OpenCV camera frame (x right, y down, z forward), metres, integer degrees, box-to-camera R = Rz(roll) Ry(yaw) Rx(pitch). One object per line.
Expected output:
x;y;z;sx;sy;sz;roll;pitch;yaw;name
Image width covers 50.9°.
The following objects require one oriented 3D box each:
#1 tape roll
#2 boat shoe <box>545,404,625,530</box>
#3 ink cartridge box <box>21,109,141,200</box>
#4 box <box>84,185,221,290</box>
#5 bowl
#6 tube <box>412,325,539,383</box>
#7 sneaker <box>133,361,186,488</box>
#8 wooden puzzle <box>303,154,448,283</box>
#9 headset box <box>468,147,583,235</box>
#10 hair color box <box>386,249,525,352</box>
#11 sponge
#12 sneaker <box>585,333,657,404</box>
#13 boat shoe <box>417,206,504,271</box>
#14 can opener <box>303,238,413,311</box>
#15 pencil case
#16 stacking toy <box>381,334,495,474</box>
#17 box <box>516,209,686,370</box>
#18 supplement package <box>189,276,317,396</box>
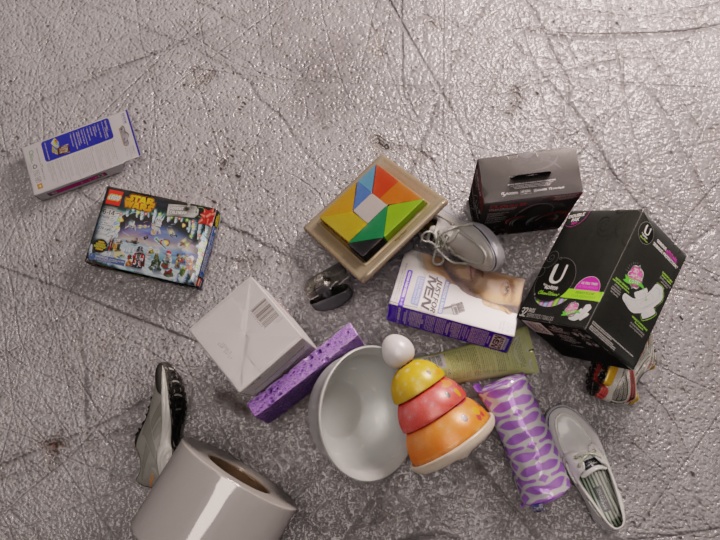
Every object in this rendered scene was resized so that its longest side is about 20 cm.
-0.211;0.355;1.103;0.202;0.203;0.140;29;81;9;tape roll
0.349;0.295;1.148;0.073;0.067;0.201;-28;78;-3;boat shoe
-0.483;-0.201;1.321;0.199;0.037;0.095;-21;77;2;ink cartridge box
-0.349;-0.055;1.279;0.199;0.040;0.138;12;78;6;box
-0.010;0.214;1.156;0.200;0.090;0.202;4;83;-41;bowl
0.181;0.147;1.203;0.199;0.052;0.058;-12;119;-5;tube
-0.322;0.246;1.200;0.079;0.074;0.201;-2;78;8;sneaker
0.017;-0.092;1.212;0.185;0.037;0.200;-44;45;-5;wooden puzzle
0.250;-0.120;1.172;0.148;0.200;0.075;-6;76;1;headset box
0.150;0.046;1.199;0.199;0.065;0.110;15;59;5;hair color box
-0.081;0.163;1.180;0.200;0.112;0.030;-37;74;-4;sponge
0.424;0.115;1.186;0.082;0.078;0.201;24;84;-7;sneaker
0.130;-0.053;1.187;0.086;0.075;0.202;-20;45;-32;boat shoe
0.000;0.000;1.227;0.199;0.067;0.053;-27;35;10;can opener
0.248;0.257;1.152;0.085;0.084;0.201;-25;80;39;pencil case
0.092;0.184;1.122;0.146;0.146;0.201;-33;87;-3;stacking toy
0.360;0.023;1.137;0.124;0.148;0.201;37;76;-26;box
-0.153;0.108;1.150;0.120;0.200;0.121;-41;78;-5;supplement package
